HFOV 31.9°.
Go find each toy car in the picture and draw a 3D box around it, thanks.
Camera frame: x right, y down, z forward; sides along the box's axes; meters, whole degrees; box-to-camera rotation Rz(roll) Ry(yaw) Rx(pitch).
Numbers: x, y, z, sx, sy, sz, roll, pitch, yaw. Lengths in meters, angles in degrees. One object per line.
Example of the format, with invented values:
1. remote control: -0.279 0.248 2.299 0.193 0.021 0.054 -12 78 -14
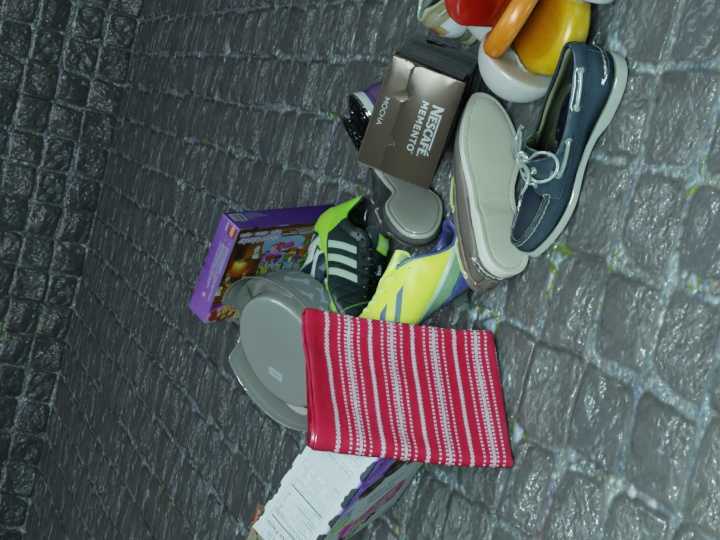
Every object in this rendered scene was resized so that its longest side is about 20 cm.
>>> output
1. toy car: 0.138 -0.271 1.174 0.201 0.148 0.176 -100 31 -42

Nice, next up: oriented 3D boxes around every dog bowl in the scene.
1. dog bowl: -0.081 0.089 1.506 0.199 0.058 0.202 25 129 35

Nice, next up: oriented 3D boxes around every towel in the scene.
1. towel: 0.041 0.106 1.149 0.023 0.198 0.146 121 151 -51

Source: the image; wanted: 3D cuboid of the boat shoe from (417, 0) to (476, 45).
1. boat shoe: 0.126 -0.335 1.339 0.075 0.068 0.201 -110 39 -52

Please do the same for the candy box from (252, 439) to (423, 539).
1. candy box: 0.004 0.186 1.240 0.072 0.167 0.201 44 130 17

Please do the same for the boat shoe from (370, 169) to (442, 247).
1. boat shoe: 0.050 -0.066 1.404 0.201 0.066 0.058 -108 18 -59

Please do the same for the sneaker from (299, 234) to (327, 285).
1. sneaker: -0.043 0.042 1.533 0.201 0.079 0.130 -63 17 10

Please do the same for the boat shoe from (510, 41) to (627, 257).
1. boat shoe: 0.172 -0.107 1.126 0.202 0.061 0.075 -67 27 26

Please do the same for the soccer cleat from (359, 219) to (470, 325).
1. soccer cleat: 0.037 0.028 1.234 0.200 0.084 0.065 -39 17 -18

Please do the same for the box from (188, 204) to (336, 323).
1. box: -0.111 -0.011 1.582 0.039 0.199 0.138 41 121 31

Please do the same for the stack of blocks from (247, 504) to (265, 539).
1. stack of blocks: -0.115 0.407 1.549 0.115 0.058 0.202 -131 56 -62

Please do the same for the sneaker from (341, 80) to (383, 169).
1. sneaker: 0.035 -0.179 1.497 0.076 0.087 0.200 59 172 2

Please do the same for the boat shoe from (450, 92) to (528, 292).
1. boat shoe: 0.119 -0.077 1.230 0.059 0.071 0.202 -41 47 52

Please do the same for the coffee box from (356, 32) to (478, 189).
1. coffee box: 0.063 -0.167 1.290 0.200 0.079 0.114 -60 -9 -71

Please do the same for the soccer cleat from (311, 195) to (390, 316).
1. soccer cleat: 0.000 0.000 1.416 0.081 0.067 0.202 -32 51 20
